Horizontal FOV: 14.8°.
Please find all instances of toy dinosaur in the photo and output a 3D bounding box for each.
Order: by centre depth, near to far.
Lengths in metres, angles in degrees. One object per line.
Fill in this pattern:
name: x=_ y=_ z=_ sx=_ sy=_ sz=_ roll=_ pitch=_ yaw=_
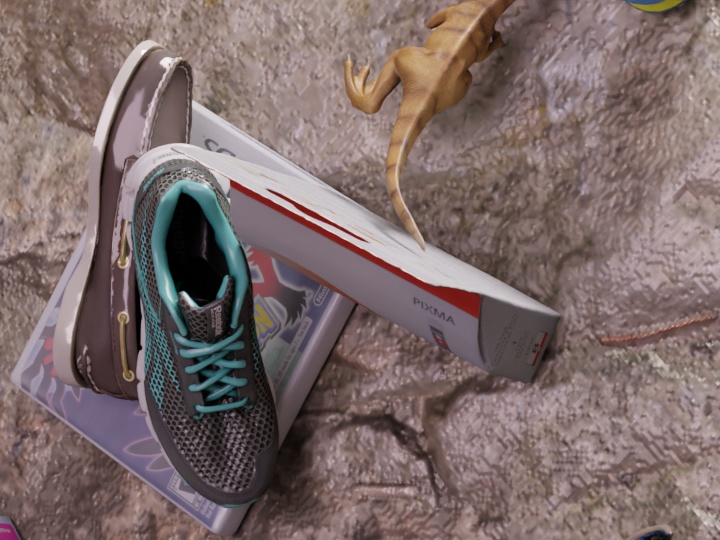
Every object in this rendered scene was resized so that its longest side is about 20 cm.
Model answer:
toy dinosaur: x=0.034 y=-0.097 z=1.470 sx=0.106 sy=0.060 sz=0.201 roll=-17 pitch=38 yaw=60

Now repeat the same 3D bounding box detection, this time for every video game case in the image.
video game case: x=-0.095 y=0.021 z=1.589 sx=0.182 sy=0.023 sz=0.201 roll=32 pitch=99 yaw=32

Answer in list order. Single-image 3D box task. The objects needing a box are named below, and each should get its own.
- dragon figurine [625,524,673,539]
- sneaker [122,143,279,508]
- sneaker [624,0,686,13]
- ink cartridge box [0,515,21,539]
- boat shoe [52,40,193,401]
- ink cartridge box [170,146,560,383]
dragon figurine: x=0.091 y=0.194 z=1.422 sx=0.199 sy=0.059 sz=0.100 roll=-19 pitch=72 yaw=28
sneaker: x=-0.087 y=0.033 z=1.490 sx=0.077 sy=0.091 sz=0.201 roll=-14 pitch=95 yaw=-7
sneaker: x=0.100 y=-0.213 z=1.472 sx=0.200 sy=0.078 sz=0.066 roll=41 pitch=93 yaw=31
ink cartridge box: x=-0.210 y=0.255 z=1.611 sx=0.119 sy=0.042 sz=0.200 roll=-43 pitch=64 yaw=19
boat shoe: x=-0.120 y=-0.027 z=1.561 sx=0.059 sy=0.072 sz=0.201 roll=14 pitch=92 yaw=26
ink cartridge box: x=0.000 y=0.000 z=1.415 sx=0.162 sy=0.200 sz=0.050 roll=28 pitch=98 yaw=22
